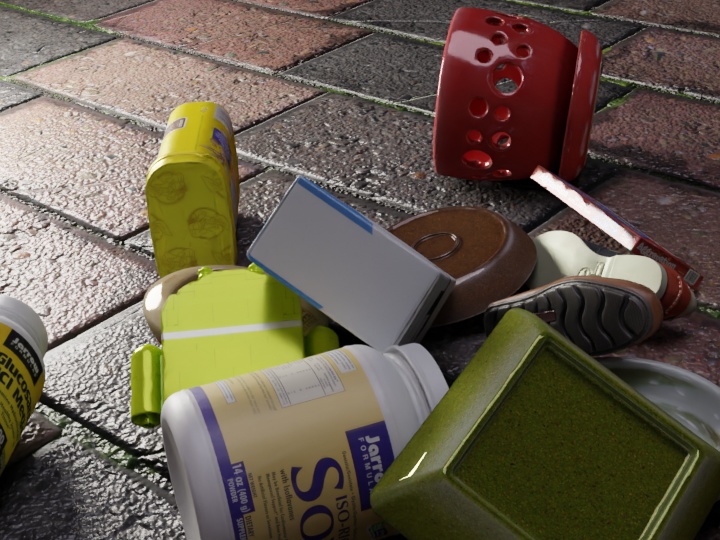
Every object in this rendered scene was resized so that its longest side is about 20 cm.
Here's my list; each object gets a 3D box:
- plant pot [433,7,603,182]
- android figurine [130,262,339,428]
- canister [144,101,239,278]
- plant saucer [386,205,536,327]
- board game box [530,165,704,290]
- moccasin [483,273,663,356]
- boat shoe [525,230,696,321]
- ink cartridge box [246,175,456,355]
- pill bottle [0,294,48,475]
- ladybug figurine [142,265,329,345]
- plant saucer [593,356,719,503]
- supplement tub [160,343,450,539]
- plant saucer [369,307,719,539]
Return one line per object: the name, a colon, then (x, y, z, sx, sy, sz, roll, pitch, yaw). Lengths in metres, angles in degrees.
plant pot: (0.188, -0.201, 1.412, 0.180, 0.202, 0.201, 10, 31, 8)
android figurine: (-0.106, 0.082, 1.002, 0.180, 0.041, 0.202, -7, 61, -3)
canister: (-0.178, -0.087, 1.302, 0.085, 0.150, 0.201, -5, 27, 0)
plant saucer: (0.079, -0.012, 1.208, 0.198, 0.035, 0.201, -13, 31, 8)
board game box: (0.264, -0.048, 1.238, 0.102, 0.020, 0.200, 28, 12, -32)
moccasin: (0.193, 0.043, 1.044, 0.077, 0.075, 0.201, -10, -8, -30)
boat shoe: (0.236, 0.009, 1.157, 0.062, 0.072, 0.199, 21, -4, -36)
ink cartridge box: (0.000, 0.000, 1.039, 0.144, 0.084, 0.200, 34, 2, 8)
pill bottle: (-0.334, 0.107, 1.007, 0.111, 0.114, 0.201, -2, 29, 5)
ladybug figurine: (-0.114, 0.054, 1.112, 0.198, 0.073, 0.136, 15, 35, 32)
plant saucer: (0.206, 0.141, 0.935, 0.197, 0.051, 0.201, -3, 29, 1)
supplement tub: (-0.036, 0.138, 0.876, 0.198, 0.147, 0.146, -14, 30, -16)
plant saucer: (0.140, 0.138, 0.807, 0.199, 0.048, 0.200, 36, 60, 10)
